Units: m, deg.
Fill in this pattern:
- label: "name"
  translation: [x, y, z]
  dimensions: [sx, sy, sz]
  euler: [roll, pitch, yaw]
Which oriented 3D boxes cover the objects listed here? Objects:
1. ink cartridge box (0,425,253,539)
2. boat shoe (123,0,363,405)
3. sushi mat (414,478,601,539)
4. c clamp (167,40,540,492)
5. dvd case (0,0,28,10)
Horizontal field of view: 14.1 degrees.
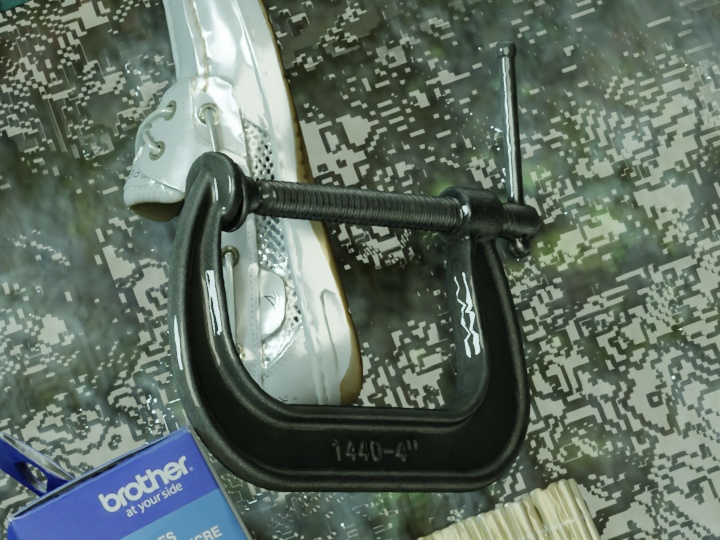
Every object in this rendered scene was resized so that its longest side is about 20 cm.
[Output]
- label: "ink cartridge box"
  translation: [-0.063, 0.141, 1.018]
  dimensions: [0.076, 0.136, 0.201]
  euler: [-25, 78, -14]
- label: "boat shoe"
  translation: [-0.057, -0.039, 1.096]
  dimensions: [0.069, 0.071, 0.201]
  euler: [-15, 78, -7]
- label: "sushi mat"
  translation: [0.076, 0.184, 1.076]
  dimensions: [0.095, 0.012, 0.201]
  euler: [-22, 78, -8]
- label: "c clamp"
  translation: [0.000, 0.000, 1.058]
  dimensions: [0.200, 0.027, 0.172]
  euler: [-3, 80, -46]
- label: "dvd case"
  translation: [-0.117, -0.220, 1.165]
  dimensions: [0.145, 0.022, 0.201]
  euler: [-22, 77, -7]
